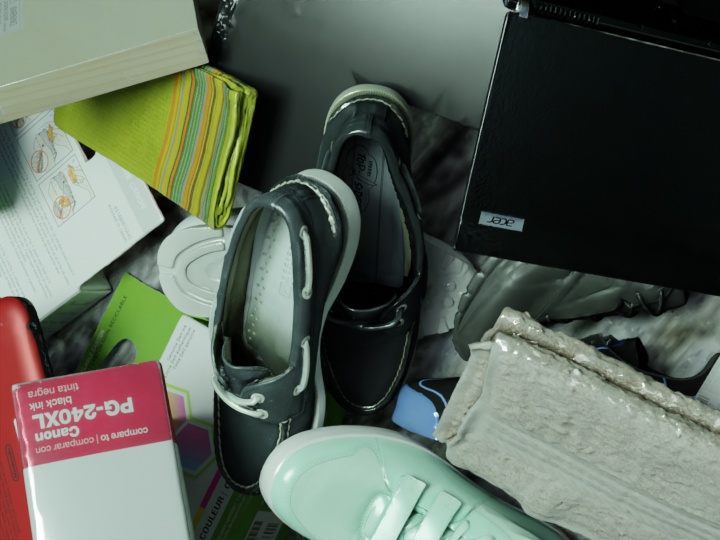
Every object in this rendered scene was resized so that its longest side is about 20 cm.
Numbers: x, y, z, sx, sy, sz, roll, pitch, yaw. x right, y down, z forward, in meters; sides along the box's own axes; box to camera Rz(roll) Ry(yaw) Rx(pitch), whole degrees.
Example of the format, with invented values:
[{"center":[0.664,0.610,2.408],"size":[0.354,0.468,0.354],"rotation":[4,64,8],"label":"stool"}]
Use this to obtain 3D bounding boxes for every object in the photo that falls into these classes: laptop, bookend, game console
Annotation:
[{"center":[0.131,-0.104,0.763],"size":[0.104,0.176,0.201],"rotation":[120,152,-43],"label":"laptop"},{"center":[0.014,-0.117,0.870],"size":[0.199,0.092,0.200],"rotation":[22,108,14],"label":"bookend"},{"center":[-0.225,0.135,0.954],"size":[0.171,0.118,0.202],"rotation":[-23,79,26],"label":"game console"}]

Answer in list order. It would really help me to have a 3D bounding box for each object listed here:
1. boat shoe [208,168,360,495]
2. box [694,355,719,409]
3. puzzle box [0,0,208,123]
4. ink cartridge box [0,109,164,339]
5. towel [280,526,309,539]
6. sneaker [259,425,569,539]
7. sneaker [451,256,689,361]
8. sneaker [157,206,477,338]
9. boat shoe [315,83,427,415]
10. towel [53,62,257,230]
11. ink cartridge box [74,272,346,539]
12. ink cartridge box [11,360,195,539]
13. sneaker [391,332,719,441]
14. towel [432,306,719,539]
[{"center":[-0.055,0.042,0.791],"size":[0.075,0.060,0.202],"rotation":[21,114,26],"label":"boat shoe"},{"center":[0.235,0.018,0.757],"size":[0.039,0.041,0.201],"rotation":[32,88,-14],"label":"box"},{"center":[-0.169,-0.170,0.906],"size":[0.132,0.026,0.201],"rotation":[-17,38,1],"label":"puzzle box"},{"center":[-0.230,-0.069,1.010],"size":[0.176,0.045,0.201],"rotation":[-34,75,21],"label":"ink cartridge box"},{"center":[-0.007,0.224,0.905],"size":[0.198,0.022,0.148],"rotation":[-3,86,24],"label":"towel"},{"center":[0.044,0.149,0.772],"size":[0.199,0.118,0.074],"rotation":[23,99,-13],"label":"sneaker"},{"center":[0.137,-0.002,0.819],"size":[0.200,0.076,0.091],"rotation":[-41,78,21],"label":"sneaker"},{"center":[-0.023,-0.009,0.895],"size":[0.198,0.081,0.077],"rotation":[9,108,6],"label":"sneaker"},{"center":[0.002,0.000,0.818],"size":[0.074,0.066,0.201],"rotation":[7,111,0],"label":"boat shoe"},{"center":[-0.135,-0.099,0.889],"size":[0.199,0.018,0.087],"rotation":[30,112,43],"label":"towel"},{"center":[-0.128,0.099,0.924],"size":[0.199,0.076,0.149],"rotation":[26,90,26],"label":"ink cartridge box"},{"center":[-0.129,0.168,0.778],"size":[0.083,0.145,0.202],"rotation":[-9,72,-10],"label":"ink cartridge box"},{"center":[0.117,0.072,0.829],"size":[0.198,0.070,0.079],"rotation":[8,89,19],"label":"sneaker"},{"center":[0.137,0.100,0.736],"size":[0.199,0.133,0.035],"rotation":[25,56,6],"label":"towel"}]
